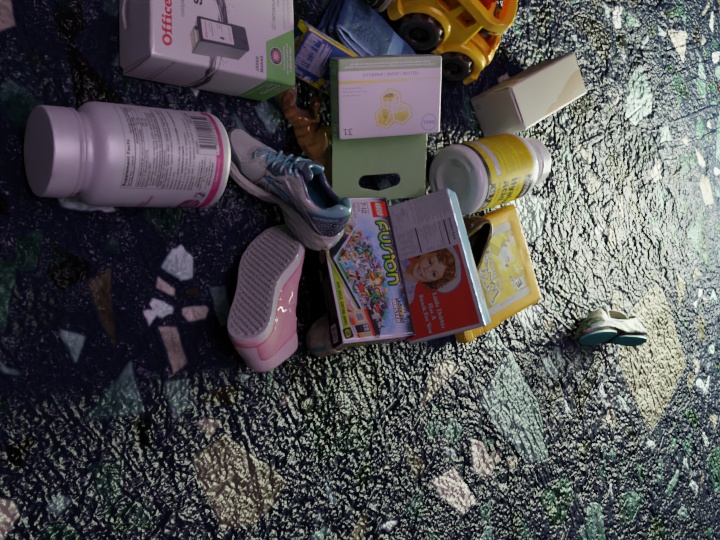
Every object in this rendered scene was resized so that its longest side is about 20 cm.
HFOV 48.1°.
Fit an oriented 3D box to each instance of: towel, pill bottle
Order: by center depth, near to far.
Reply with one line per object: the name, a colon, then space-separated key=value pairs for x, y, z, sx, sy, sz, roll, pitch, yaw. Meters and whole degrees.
pill bottle: x=-0.257 y=-0.127 z=0.896 sx=0.200 sy=0.113 sz=0.114 roll=-2 pitch=87 yaw=-40
towel: x=0.029 y=-0.319 z=1.188 sx=0.200 sy=0.049 sz=0.112 roll=38 pitch=52 yaw=-29
pill bottle: x=0.214 y=-0.160 z=1.293 sx=0.200 sy=0.111 sz=0.111 roll=-19 pitch=98 yaw=-39

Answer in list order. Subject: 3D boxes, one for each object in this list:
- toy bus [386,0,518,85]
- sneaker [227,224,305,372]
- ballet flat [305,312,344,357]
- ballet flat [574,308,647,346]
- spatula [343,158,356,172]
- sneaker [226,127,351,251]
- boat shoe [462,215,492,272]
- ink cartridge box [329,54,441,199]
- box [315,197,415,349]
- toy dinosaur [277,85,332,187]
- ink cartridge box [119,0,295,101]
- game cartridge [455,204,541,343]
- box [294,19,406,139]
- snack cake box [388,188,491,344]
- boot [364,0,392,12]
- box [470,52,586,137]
toy bus: x=0.171 y=-0.404 z=1.225 sx=0.200 sy=0.192 sz=0.136 roll=34 pitch=56 yaw=-34
sneaker: x=-0.114 y=0.039 z=1.033 sx=0.105 sy=0.075 sz=0.200 roll=76 pitch=21 yaw=-47
ballet flat: x=0.005 y=0.055 z=1.128 sx=0.200 sy=0.062 sz=0.067 roll=-46 pitch=114 yaw=-34
ballet flat: x=0.459 y=0.105 z=1.510 sx=0.200 sy=0.074 sz=0.074 roll=10 pitch=79 yaw=-41
spatula: x=0.016 y=-0.203 z=1.178 sx=0.057 sy=0.021 sz=0.200 roll=52 pitch=41 yaw=-22
sneaker: x=-0.088 y=-0.121 z=1.022 sx=0.200 sy=0.086 sz=0.078 roll=41 pitch=46 yaw=0
boat shoe: x=0.134 y=0.004 z=1.213 sx=0.072 sy=0.068 sz=0.200 roll=28 pitch=82 yaw=-20
ink cartridge box: x=0.033 y=-0.186 z=1.085 sx=0.145 sy=0.048 sz=0.200 roll=-7 pitch=110 yaw=-17
box: x=0.000 y=0.000 z=1.086 sx=0.110 sy=0.035 sz=0.200 roll=-4 pitch=74 yaw=-26
toy dinosaur: x=-0.057 y=-0.174 z=1.118 sx=0.106 sy=0.060 sz=0.200 roll=-38 pitch=121 yaw=-20
ink cartridge box: x=-0.185 y=-0.303 z=0.993 sx=0.200 sy=0.084 sz=0.146 roll=1 pitch=85 yaw=-40
game cartridge: x=0.208 y=0.002 z=1.323 sx=0.200 sy=0.032 sz=0.176 roll=-25 pitch=101 yaw=-39
box: x=-0.009 y=-0.261 z=1.108 sx=0.200 sy=0.070 sz=0.064 roll=26 pitch=107 yaw=-26
snack cake box: x=0.104 y=-0.005 z=1.156 sx=0.067 sy=0.115 sz=0.200 roll=0 pitch=75 yaw=-73
boot: x=-0.034 y=-0.458 z=1.123 sx=0.150 sy=0.073 sz=0.200 roll=4 pitch=64 yaw=-37
box: x=0.290 y=-0.300 z=1.384 sx=0.200 sy=0.095 sz=0.078 roll=-33 pitch=107 yaw=-36
